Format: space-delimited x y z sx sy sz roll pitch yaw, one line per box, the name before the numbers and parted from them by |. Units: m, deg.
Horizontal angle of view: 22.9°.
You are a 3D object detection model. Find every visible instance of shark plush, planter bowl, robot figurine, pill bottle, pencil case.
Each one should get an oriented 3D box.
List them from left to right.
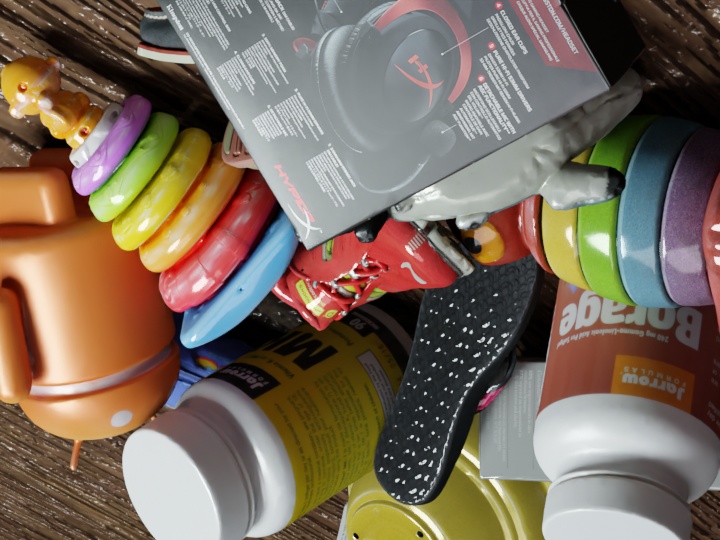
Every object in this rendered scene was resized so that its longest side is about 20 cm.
robot figurine | -0.180 0.022 1.161 0.115 0.144 0.202 -11 107 0
pencil case | -0.091 0.085 1.309 0.199 0.079 0.087 26 177 -21
pill bottle | -0.055 0.108 1.197 0.114 0.199 0.115 24 128 36
planter bowl | 0.050 0.194 1.331 0.199 0.083 0.202 21 125 32
shark plush | 0.062 -0.051 0.955 0.199 0.083 0.091 -35 99 14
pill bottle | 0.164 0.070 1.062 0.111 0.202 0.113 10 150 6

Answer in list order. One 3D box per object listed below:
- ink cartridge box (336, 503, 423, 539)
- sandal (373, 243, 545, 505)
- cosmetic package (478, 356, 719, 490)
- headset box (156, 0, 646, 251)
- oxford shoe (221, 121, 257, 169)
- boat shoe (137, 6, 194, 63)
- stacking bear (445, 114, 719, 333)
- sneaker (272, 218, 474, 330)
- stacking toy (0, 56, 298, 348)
ink cartridge box | 0.092 0.239 1.484 0.146 0.085 0.199 33 144 -28
sandal | 0.067 0.061 1.162 0.045 0.201 0.075 -1 -149 -49
cosmetic package | 0.186 0.100 1.184 0.198 0.091 0.107 -3 176 20
headset box | 0.026 -0.122 0.832 0.199 0.075 0.149 -28 99 30
oxford shoe | 0.004 -0.088 0.999 0.199 0.071 0.074 -15 145 41
boat shoe | -0.034 -0.144 0.932 0.198 0.071 0.063 -3 104 30
stacking bear | 0.136 -0.034 0.997 0.198 0.114 0.122 10 142 29
sneaker | 0.000 0.000 1.063 0.077 0.085 0.200 46 164 -14
stacking toy | -0.134 -0.060 1.073 0.199 0.110 0.116 37 108 -16
